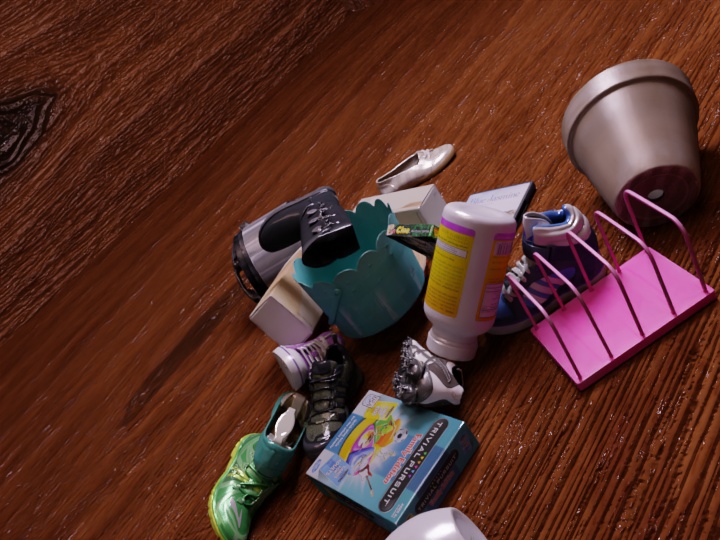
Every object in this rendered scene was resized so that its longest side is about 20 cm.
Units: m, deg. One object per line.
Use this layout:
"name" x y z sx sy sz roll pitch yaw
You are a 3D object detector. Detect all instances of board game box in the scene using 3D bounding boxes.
"board game box" 0.037 0.247 0.911 0.152 0.047 0.198 -49 29 -24
"board game box" 0.141 -0.026 1.070 0.104 0.197 0.024 2 72 51

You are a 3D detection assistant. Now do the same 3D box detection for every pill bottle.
"pill bottle" 0.145 0.016 0.959 0.101 0.205 0.105 10 16 -3

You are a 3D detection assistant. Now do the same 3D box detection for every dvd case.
"dvd case" 0.223 -0.082 1.247 0.141 0.018 0.202 -9 37 44

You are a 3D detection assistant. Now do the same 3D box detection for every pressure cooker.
"pressure cooker" -0.179 -0.033 1.471 0.197 0.181 0.177 -30 24 6

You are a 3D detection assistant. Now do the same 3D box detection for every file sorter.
"file sorter" 0.303 0.016 0.871 0.198 0.126 0.139 -34 27 3

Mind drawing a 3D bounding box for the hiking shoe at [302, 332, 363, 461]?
"hiking shoe" -0.055 0.189 1.045 0.074 0.102 0.202 -15 31 22

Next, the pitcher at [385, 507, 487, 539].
"pitcher" 0.045 0.329 0.713 0.200 0.121 0.172 -45 10 7

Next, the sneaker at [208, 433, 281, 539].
"sneaker" -0.163 0.312 1.020 0.082 0.074 0.202 -27 27 25

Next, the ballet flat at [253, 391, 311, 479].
"ballet flat" -0.106 0.229 1.054 0.071 0.066 0.201 -61 2 25

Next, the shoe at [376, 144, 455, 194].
"shoe" 0.123 -0.229 1.564 0.198 0.054 0.070 -33 26 7

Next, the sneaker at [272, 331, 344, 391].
"sneaker" -0.079 0.135 1.137 0.113 0.074 0.201 -31 -3 -6

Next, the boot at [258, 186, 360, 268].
"boot" -0.089 -0.051 1.121 0.163 0.066 0.201 -36 30 6

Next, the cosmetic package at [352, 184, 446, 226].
"cosmetic package" 0.078 -0.092 1.344 0.197 0.106 0.072 -7 39 47

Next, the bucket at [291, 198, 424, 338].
"bucket" 0.000 0.000 1.144 0.204 0.136 0.209 -28 27 15

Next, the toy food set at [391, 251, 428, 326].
"toy food set" 0.037 0.026 1.266 0.199 0.049 0.198 -49 29 -23

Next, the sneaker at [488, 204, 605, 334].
"sneaker" 0.234 -0.012 0.974 0.197 0.148 0.081 -28 27 15

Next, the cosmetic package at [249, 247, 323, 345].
"cosmetic package" -0.116 0.049 1.290 0.071 0.105 0.201 -43 12 30

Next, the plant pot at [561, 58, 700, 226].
"plant pot" 0.404 -0.166 1.005 0.196 0.200 0.177 -22 46 25

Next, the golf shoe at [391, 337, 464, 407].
"golf shoe" 0.095 0.152 0.981 0.200 0.092 0.080 -86 11 -81
